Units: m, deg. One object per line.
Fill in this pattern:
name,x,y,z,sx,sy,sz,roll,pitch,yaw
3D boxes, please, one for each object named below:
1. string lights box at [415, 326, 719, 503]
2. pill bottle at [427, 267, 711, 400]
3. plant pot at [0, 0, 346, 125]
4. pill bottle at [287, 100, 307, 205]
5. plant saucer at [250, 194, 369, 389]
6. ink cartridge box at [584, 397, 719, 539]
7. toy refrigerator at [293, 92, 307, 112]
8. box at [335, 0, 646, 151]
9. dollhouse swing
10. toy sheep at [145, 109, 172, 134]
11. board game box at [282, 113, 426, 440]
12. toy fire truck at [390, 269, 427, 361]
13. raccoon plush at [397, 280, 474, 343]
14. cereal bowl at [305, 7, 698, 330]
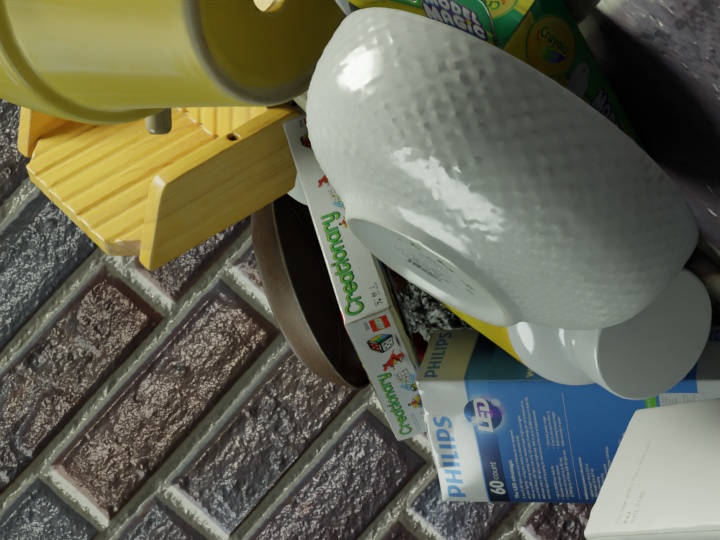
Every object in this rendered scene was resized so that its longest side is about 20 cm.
string lights box,0.144,0.092,1.064,0.200,0.059,0.103,-1,124,18
pill bottle,0.116,0.001,1.013,0.112,0.112,0.200,45,176,-36
plant pot,-0.109,-0.169,0.930,0.189,0.201,0.201,20,162,40
pill bottle,-0.040,-0.117,1.304,0.200,0.111,0.111,40,176,39
plant saucer,-0.042,0.006,1.387,0.200,0.034,0.200,-18,-90,-75
ink cartridge box,0.231,0.126,0.795,0.146,0.086,0.200,39,152,-24
toy refrigerator,0.029,-0.103,1.029,0.070,0.076,0.200,44,177,-26
box,0.060,-0.102,0.823,0.117,0.048,0.200,28,171,34
dollhouse swing,-0.157,-0.146,1.224,0.200,0.182,0.176,40,152,39
toy sheep,-0.142,-0.191,1.123,0.138,0.138,0.200,-148,48,-69
board game box,0.000,0.000,1.134,0.126,0.035,0.200,67,-176,-45
toy fire truck,0.069,0.012,1.358,0.200,0.112,0.168,20,164,25
raccoon plush,0.054,-0.024,1.181,0.097,0.134,0.200,38,174,48
cereal bowl,0.055,-0.032,0.801,0.200,0.083,0.200,32,170,6
